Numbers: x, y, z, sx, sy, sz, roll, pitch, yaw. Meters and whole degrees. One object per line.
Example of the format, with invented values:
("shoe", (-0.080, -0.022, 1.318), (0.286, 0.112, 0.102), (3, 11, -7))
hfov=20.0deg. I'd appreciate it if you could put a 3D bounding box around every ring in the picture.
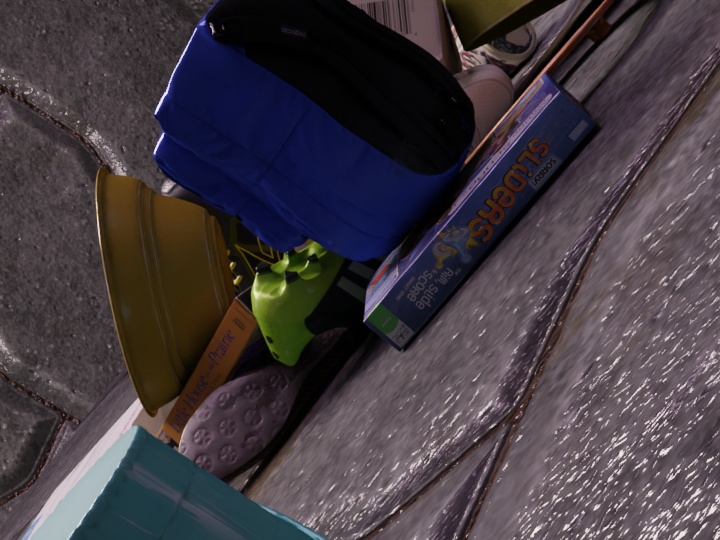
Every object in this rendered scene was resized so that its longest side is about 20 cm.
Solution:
("ring", (0.150, -0.152, 1.541), (0.201, 0.019, 0.200), (-50, 0, 1))

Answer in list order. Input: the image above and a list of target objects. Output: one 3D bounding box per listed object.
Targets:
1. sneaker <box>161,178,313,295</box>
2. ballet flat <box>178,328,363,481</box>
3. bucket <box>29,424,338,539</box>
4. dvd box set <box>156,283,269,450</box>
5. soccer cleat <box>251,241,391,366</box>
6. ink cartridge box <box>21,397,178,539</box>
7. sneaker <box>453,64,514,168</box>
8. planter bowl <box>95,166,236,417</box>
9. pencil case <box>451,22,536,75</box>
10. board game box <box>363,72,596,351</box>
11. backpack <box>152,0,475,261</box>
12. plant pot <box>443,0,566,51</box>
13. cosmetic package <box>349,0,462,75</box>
("sneaker", (-0.088, -0.007, 1.693), (0.074, 0.200, 0.085), (2, 62, 62))
("ballet flat", (-0.061, 0.086, 1.536), (0.200, 0.067, 0.046), (-51, -21, -14))
("bucket", (-0.103, 0.178, 0.905), (0.207, 0.135, 0.207), (-49, 6, 7))
("dvd box set", (-0.085, 0.066, 1.611), (0.146, 0.029, 0.200), (-35, -18, -48))
("soccer cleat", (0.000, 0.000, 1.509), (0.200, 0.081, 0.067), (-30, 34, -33))
("ink cartridge box", (-0.204, 0.190, 1.750), (0.200, 0.086, 0.147), (-45, 8, 28))
("sneaker", (0.059, -0.085, 1.684), (0.200, 0.075, 0.081), (-46, 28, 0))
("planter bowl", (-0.144, 0.009, 1.603), (0.083, 0.201, 0.200), (-11, 10, 2))
("pencil case", (0.089, -0.191, 1.977), (0.089, 0.078, 0.200), (-21, -13, -38))
("board game box", (0.078, -0.043, 1.393), (0.200, 0.034, 0.135), (-49, 6, 10))
("backpack", (-0.029, -0.101, 1.431), (0.168, 0.200, 0.163), (-59, 1, 39))
("plant pot", (0.120, -0.322, 1.753), (0.187, 0.200, 0.187), (-30, -1, -1))
("cosmetic package", (0.033, -0.178, 1.772), (0.200, 0.103, 0.088), (63, -159, -71))
